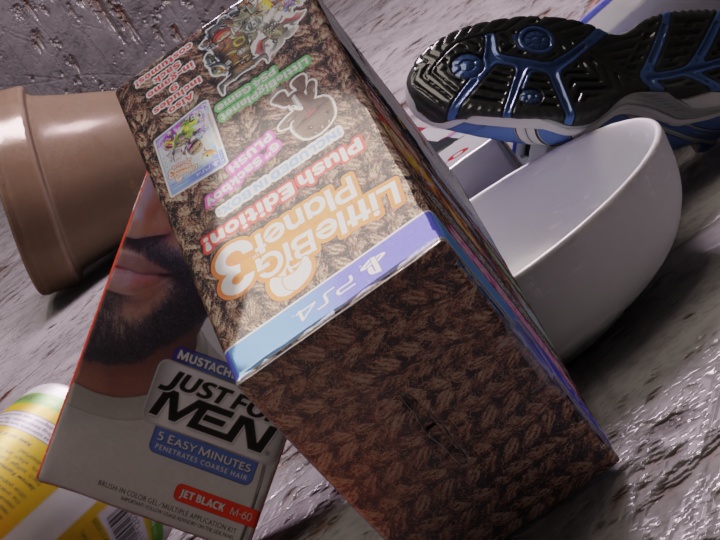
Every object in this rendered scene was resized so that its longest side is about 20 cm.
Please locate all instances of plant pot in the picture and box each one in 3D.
[{"bbox_3d":[-0.254,-0.096,2.296,0.173,0.202,0.200,-18,11,-3],"label":"plant pot"}]

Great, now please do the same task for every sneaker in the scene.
[{"bbox_3d":[0.119,-0.087,1.272,0.198,0.076,0.077,-1,-37,-15],"label":"sneaker"}]

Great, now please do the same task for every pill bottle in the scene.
[{"bbox_3d":[-0.200,0.159,1.241,0.200,0.111,0.111,-42,14,-34],"label":"pill bottle"}]

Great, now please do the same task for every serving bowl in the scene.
[{"bbox_3d":[0.079,0.009,1.172,0.199,0.066,0.200,-33,12,8],"label":"serving bowl"}]

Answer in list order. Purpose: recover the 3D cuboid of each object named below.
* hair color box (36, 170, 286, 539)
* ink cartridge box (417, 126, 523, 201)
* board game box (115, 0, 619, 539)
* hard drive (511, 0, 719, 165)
[{"bbox_3d":[-0.074,0.026,1.182,0.064,0.110,0.201,152,137,-84],"label":"hair color box"},{"bbox_3d":[0.019,-0.009,1.367,0.145,0.083,0.200,-36,11,-8],"label":"ink cartridge box"},{"bbox_3d":[0.000,0.000,1.000,0.097,0.160,0.200,-34,42,7],"label":"board game box"},{"bbox_3d":[0.161,-0.127,1.407,0.200,0.025,0.132,-42,-25,-28],"label":"hard drive"}]
